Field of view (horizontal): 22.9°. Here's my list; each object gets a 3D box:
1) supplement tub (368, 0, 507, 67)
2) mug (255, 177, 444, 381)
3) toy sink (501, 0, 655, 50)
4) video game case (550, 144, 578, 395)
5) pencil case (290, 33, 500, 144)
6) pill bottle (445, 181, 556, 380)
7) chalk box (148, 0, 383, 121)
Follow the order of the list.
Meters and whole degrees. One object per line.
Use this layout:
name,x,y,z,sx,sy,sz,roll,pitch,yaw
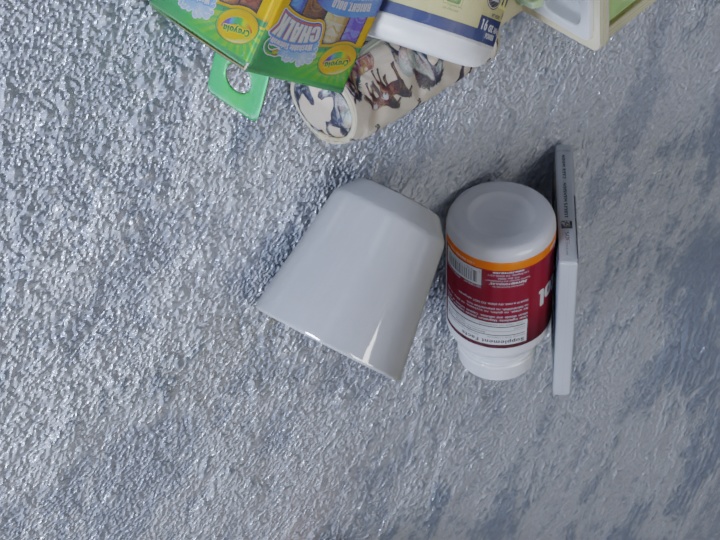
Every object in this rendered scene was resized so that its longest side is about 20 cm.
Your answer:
supplement tub,0.064,-0.277,1.432,0.144,0.144,0.201,8,102,-54
mug,-0.005,-0.003,1.648,0.149,0.186,0.154,27,89,-24
toy sink,0.205,-0.290,1.611,0.200,0.112,0.131,-37,143,-24
video game case,0.215,0.000,1.894,0.182,0.023,0.201,-86,175,-45
pencil case,0.031,-0.183,1.552,0.200,0.078,0.090,-33,129,-30
pill bottle,0.144,0.015,1.841,0.113,0.113,0.201,-34,143,-28
chalk box,-0.067,-0.217,1.355,0.124,0.124,0.201,7,113,-54
